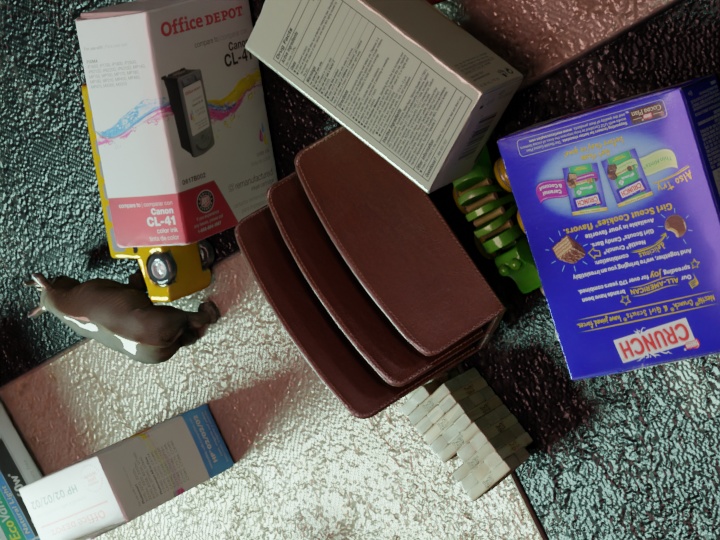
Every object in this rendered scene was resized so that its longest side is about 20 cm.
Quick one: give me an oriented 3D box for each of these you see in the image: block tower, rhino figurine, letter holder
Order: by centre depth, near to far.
[{"bbox_3d":[0.000,0.000,1.704,0.201,0.142,0.101,56,165,12],"label":"letter holder"},{"bbox_3d":[0.061,0.095,1.772,0.200,0.054,0.058,53,126,11],"label":"block tower"},{"bbox_3d":[-0.235,0.035,1.940,0.199,0.087,0.060,18,114,29],"label":"rhino figurine"}]

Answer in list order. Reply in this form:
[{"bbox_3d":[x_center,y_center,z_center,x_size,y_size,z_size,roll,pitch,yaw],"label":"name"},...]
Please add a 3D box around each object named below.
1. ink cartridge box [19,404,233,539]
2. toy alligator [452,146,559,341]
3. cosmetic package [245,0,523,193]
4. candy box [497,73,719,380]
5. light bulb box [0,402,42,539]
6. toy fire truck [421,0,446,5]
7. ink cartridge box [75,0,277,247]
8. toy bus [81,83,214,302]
[{"bbox_3d":[-0.225,0.195,1.911,0.115,0.200,0.068,-25,90,37],"label":"ink cartridge box"},{"bbox_3d":[0.120,-0.023,1.693,0.059,0.054,0.201,-27,88,38],"label":"toy alligator"},{"bbox_3d":[0.017,-0.164,1.649,0.200,0.071,0.105,41,123,16],"label":"cosmetic package"},{"bbox_3d":[0.216,-0.031,1.610,0.168,0.077,0.201,-13,95,36],"label":"candy box"},{"bbox_3d":[-0.434,0.227,2.116,0.200,0.125,0.199,-34,83,36],"label":"light bulb box"},{"bbox_3d":[0.015,-0.230,1.706,0.141,0.049,0.200,-43,79,36],"label":"toy fire truck"},{"bbox_3d":[-0.153,-0.132,1.792,0.085,0.147,0.201,1,106,34],"label":"ink cartridge box"},{"bbox_3d":[-0.191,-0.075,1.889,0.078,0.065,0.201,0,104,35],"label":"toy bus"}]
